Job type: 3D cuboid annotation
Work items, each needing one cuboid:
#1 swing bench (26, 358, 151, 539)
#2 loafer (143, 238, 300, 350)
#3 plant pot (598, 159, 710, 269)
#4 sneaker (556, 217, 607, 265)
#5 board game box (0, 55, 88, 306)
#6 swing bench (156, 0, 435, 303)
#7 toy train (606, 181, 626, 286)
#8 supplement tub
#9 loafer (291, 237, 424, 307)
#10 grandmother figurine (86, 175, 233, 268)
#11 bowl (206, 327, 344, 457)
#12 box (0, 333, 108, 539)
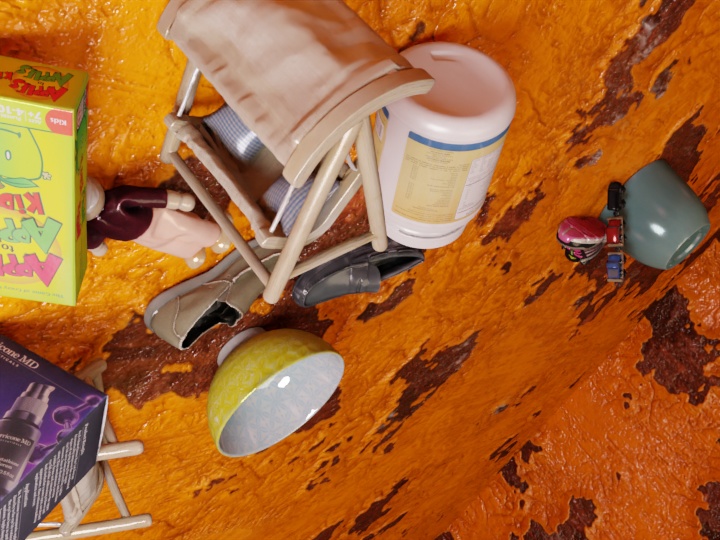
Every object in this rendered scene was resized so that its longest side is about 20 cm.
[{"bbox_3d":[-0.348,0.230,0.885,0.199,0.130,0.200,-21,148,-26],"label":"swing bench"},{"bbox_3d":[-0.146,0.030,0.930,0.199,0.070,0.075,-32,152,-19],"label":"loafer"},{"bbox_3d":[0.618,-0.101,1.672,0.200,0.161,0.201,-32,152,-19],"label":"plant pot"},{"bbox_3d":[0.430,-0.051,1.588,0.199,0.074,0.088,-9,134,-55],"label":"sneaker"},{"bbox_3d":[-0.260,-0.062,0.606,0.101,0.048,0.201,9,135,-11],"label":"board game box"},{"bbox_3d":[-0.067,-0.123,0.659,0.129,0.199,0.201,-26,149,-28],"label":"swing bench"},{"bbox_3d":[0.492,-0.071,1.560,0.046,0.034,0.202,-2,91,-56],"label":"toy train"},{"bbox_3d":[0.083,-0.135,0.908,0.144,0.145,0.201,-27,151,-26],"label":"supplement tub"},{"bbox_3d":[0.000,0.000,1.083,0.200,0.070,0.068,-27,150,-28],"label":"loafer"},{"bbox_3d":[-0.210,-0.048,0.743,0.121,0.061,0.200,-36,154,17],"label":"grandmother figurine"},{"bbox_3d":[-0.131,0.141,1.077,0.199,0.108,0.201,-32,153,-19],"label":"bowl"},{"bbox_3d":[-0.340,0.164,0.700,0.200,0.147,0.105,-55,169,-54],"label":"box"}]
